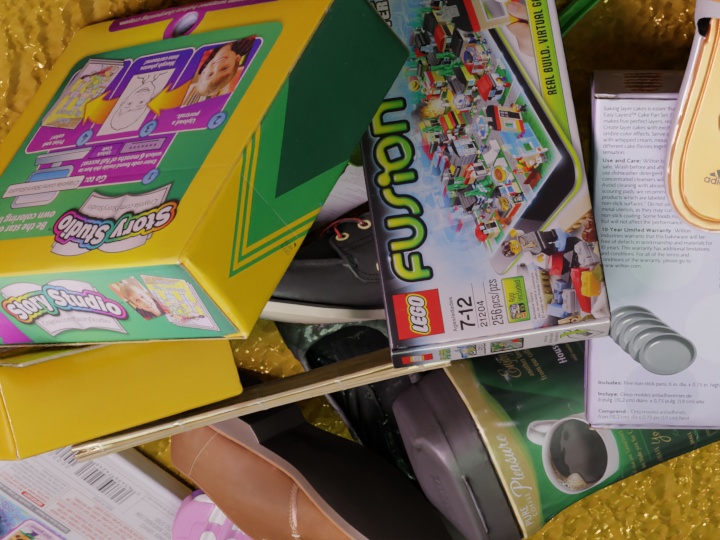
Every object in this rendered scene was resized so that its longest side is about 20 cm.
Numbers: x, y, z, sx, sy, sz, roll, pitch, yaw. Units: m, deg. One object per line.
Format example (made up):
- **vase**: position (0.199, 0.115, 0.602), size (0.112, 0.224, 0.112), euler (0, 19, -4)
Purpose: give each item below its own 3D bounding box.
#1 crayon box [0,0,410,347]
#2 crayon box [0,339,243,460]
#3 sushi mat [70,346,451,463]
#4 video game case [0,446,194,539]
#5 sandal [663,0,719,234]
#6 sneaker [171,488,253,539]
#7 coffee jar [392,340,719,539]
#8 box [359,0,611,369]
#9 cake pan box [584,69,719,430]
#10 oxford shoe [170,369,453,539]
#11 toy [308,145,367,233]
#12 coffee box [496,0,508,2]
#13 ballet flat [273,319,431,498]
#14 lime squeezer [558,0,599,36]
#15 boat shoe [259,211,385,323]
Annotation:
- **crayon box**: position (-0.096, -0.047, 1.144), size (0.200, 0.173, 0.058), euler (-4, 138, 45)
- **crayon box**: position (-0.146, 0.058, 1.233), size (0.127, 0.200, 0.051), euler (-15, 92, -26)
- **sushi mat**: position (-0.050, 0.064, 1.247), size (0.199, 0.096, 0.012), euler (-15, 94, 4)
- **video game case**: position (-0.173, 0.181, 1.458), size (0.182, 0.024, 0.200), euler (-37, 123, 21)
- **sandal**: position (0.194, -0.108, 1.136), size (0.079, 0.059, 0.207), euler (11, 108, 1)
- **sneaker**: position (-0.017, 0.177, 1.435), size (0.200, 0.089, 0.081), euler (24, 117, -9)
- **coffee jar**: position (0.122, 0.074, 1.340), size (0.200, 0.085, 0.104), euler (-25, 121, -4)
- **box**: position (0.054, -0.058, 1.198), size (0.110, 0.201, 0.035), euler (-9, 166, 1)
- **cake pan box**: position (0.213, -0.010, 1.228), size (0.199, 0.052, 0.185), euler (-1, 114, 5)
- **oxford shoe**: position (-0.027, 0.131, 1.343), size (0.071, 0.200, 0.071), euler (-9, 126, -51)
- **toy**: position (-0.082, -0.037, 1.273), size (0.200, 0.047, 0.115), euler (-25, 154, 31)
- **coffee box**: position (0.079, -0.240, 1.102), size (0.080, 0.115, 0.200), euler (21, 123, -20)
- **ballet flat**: position (0.009, 0.067, 1.365), size (0.066, 0.057, 0.200), euler (-21, 126, 20)
- **lime squeezer**: position (0.068, -0.082, 1.258), size (0.038, 0.071, 0.200), euler (33, 88, -9)
- **boat shoe**: position (-0.002, 0.000, 1.282), size (0.201, 0.074, 0.063), euler (1, 92, -31)
